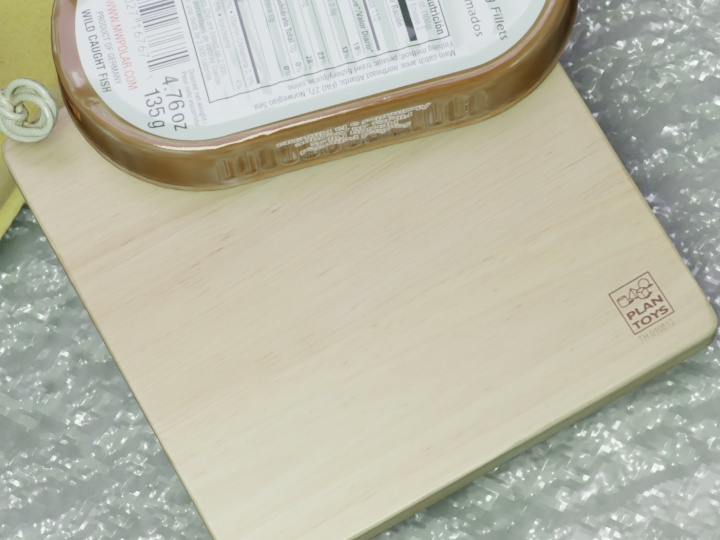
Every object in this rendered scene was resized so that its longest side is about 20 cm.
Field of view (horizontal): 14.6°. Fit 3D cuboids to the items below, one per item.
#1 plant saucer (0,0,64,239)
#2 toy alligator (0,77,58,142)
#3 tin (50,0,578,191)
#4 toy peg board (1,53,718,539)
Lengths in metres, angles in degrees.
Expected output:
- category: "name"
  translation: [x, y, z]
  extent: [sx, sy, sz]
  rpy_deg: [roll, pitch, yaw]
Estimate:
- category: "plant saucer"
  translation: [-0.196, -0.107, 1.176]
  extent: [0.200, 0.048, 0.200]
  rpy_deg: [29, 68, 8]
- category: "toy alligator"
  translation: [-0.184, -0.082, 1.092]
  extent: [0.200, 0.059, 0.054]
  rpy_deg: [13, 26, 29]
- category: "tin"
  translation: [-0.017, -0.098, 1.042]
  extent: [0.200, 0.042, 0.112]
  rpy_deg: [-16, 77, -2]
- category: "toy peg board"
  translation: [0.000, 0.000, 1.080]
  extent: [0.200, 0.098, 0.199]
  rpy_deg: [-29, 74, -6]
